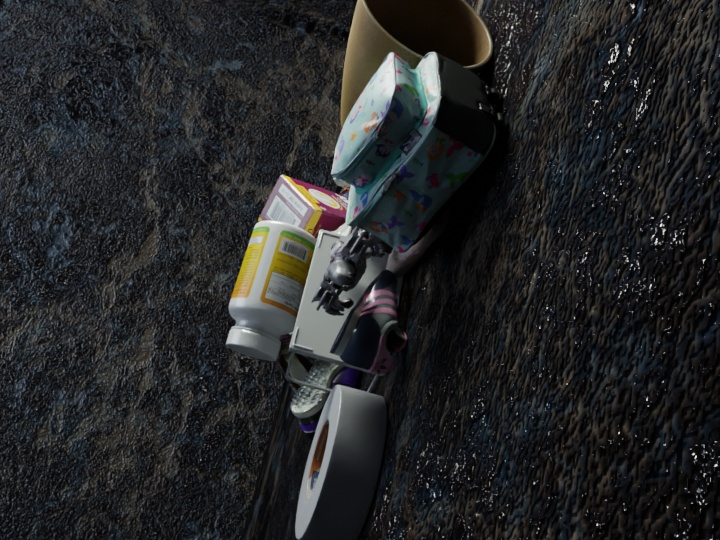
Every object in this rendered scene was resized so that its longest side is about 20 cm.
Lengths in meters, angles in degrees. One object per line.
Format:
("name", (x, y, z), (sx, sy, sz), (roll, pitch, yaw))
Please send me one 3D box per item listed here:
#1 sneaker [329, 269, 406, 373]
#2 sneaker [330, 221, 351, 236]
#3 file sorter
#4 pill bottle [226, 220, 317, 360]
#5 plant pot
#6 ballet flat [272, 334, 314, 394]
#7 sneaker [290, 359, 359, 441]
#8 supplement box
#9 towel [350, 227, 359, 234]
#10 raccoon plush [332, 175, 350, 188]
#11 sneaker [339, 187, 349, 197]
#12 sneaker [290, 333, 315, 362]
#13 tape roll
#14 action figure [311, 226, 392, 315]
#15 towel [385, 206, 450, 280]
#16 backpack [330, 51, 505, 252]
("sneaker", (0.027, 0.069, 0.893), (0.071, 0.081, 0.200), (-63, -5, 33))
("sneaker", (-0.062, -0.025, 1.162), (0.201, 0.081, 0.075), (-53, 3, 18))
("file sorter", (-0.025, 0.069, 1.021), (0.125, 0.137, 0.202), (112, 171, -57))
("pill bottle", (-0.143, 0.034, 1.077), (0.111, 0.110, 0.203), (129, 158, -71))
("plant pot", (0.048, -0.262, 0.924), (0.201, 0.184, 0.188), (125, 162, -47))
("ballet flat", (-0.089, 0.186, 1.145), (0.069, 0.201, 0.071), (-35, 29, 1))
("sneaker", (-0.041, 0.201, 1.099), (0.200, 0.069, 0.100), (-50, -58, -51))
("supplement box", (-0.069, -0.083, 1.278), (0.131, 0.199, 0.104), (44, 111, 38))
("towel", (0.036, -0.119, 1.013), (0.145, 0.023, 0.200), (-53, -3, -5))
("raccoon plush", (0.000, -0.124, 1.146), (0.199, 0.096, 0.136), (-18, -54, -46))
("sneaker", (0.013, -0.105, 1.413), (0.075, 0.078, 0.202), (-46, 39, 34))
("sneaker", (-0.080, 0.151, 1.269), (0.086, 0.077, 0.203), (-10, -87, -64))
("tape roll", (-0.027, 0.254, 0.889), (0.200, 0.065, 0.203), (-163, 90, -82))
("action figure", (-0.006, -0.010, 0.882), (0.130, 0.069, 0.200), (-46, 5, 16))
("towel", (0.090, -0.100, 0.938), (0.200, 0.032, 0.193), (123, 163, -67))
("backpack", (0.050, -0.130, 0.770), (0.179, 0.149, 0.201), (-86, 22, -53))
